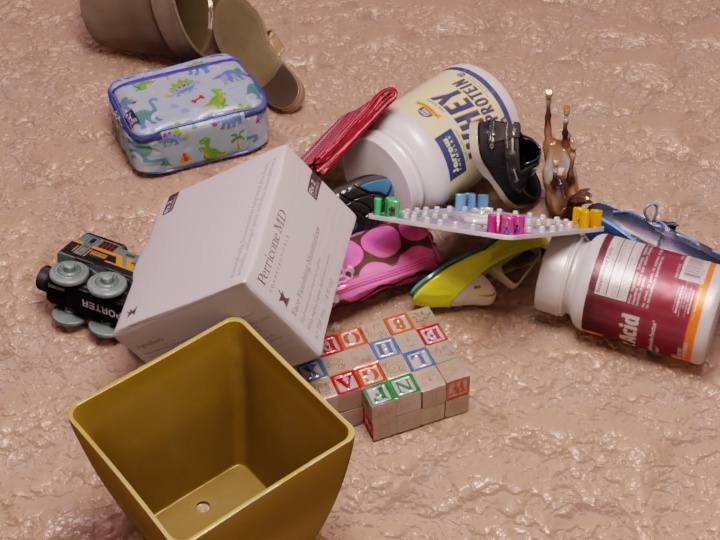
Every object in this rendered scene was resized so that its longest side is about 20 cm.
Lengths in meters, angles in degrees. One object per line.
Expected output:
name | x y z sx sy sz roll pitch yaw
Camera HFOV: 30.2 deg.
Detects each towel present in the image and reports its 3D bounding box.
towel | -0.034 -0.162 1.659 0.022 0.200 0.145 46 74 -11

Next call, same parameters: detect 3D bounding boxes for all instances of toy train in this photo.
toy train | -0.275 0.023 1.554 0.199 0.086 0.114 17 37 18

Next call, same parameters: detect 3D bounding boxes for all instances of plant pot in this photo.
plant pot | -0.137 0.203 1.289 0.199 0.177 0.200 -29 49 -26
plant pot | -0.302 -0.393 1.926 0.172 0.201 0.201 -4 41 20

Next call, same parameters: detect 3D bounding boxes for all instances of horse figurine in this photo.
horse figurine | 0.252 -0.128 1.663 0.050 0.133 0.201 -4 46 4

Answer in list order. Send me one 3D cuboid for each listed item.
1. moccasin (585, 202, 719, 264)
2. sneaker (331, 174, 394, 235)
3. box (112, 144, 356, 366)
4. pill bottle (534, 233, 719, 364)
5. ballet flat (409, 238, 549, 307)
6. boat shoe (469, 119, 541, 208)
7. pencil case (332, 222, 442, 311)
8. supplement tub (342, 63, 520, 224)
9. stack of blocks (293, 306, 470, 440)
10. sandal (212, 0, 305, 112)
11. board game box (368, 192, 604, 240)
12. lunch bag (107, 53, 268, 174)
moccasin | 0.359 -0.025 1.596 0.199 0.081 0.068 34 66 15
sneaker | -0.055 -0.065 1.613 0.199 0.073 0.082 -30 37 0
box | -0.132 0.003 1.436 0.199 0.131 0.200 -20 41 35
pill bottle | 0.305 0.025 1.510 0.199 0.115 0.114 16 46 18
ballet flat | 0.150 0.003 1.579 0.199 0.067 0.067 -31 72 -29
boat shoe | 0.192 -0.128 1.626 0.067 0.200 0.072 -12 68 19
pencil case | 0.000 0.000 1.565 0.199 0.091 0.094 -22 12 -18
supplement tub | 0.089 -0.157 1.683 0.145 0.146 0.200 34 54 31
stack of blocks | 0.006 0.122 1.454 0.199 0.059 0.115 -15 46 -15
sandal | -0.137 -0.300 1.906 0.078 0.070 0.212 -40 65 13
board game box | 0.144 -0.064 1.520 0.199 0.026 0.199 11 11 40
lunch bag | -0.234 -0.215 1.800 0.199 0.083 0.161 -15 43 -16
